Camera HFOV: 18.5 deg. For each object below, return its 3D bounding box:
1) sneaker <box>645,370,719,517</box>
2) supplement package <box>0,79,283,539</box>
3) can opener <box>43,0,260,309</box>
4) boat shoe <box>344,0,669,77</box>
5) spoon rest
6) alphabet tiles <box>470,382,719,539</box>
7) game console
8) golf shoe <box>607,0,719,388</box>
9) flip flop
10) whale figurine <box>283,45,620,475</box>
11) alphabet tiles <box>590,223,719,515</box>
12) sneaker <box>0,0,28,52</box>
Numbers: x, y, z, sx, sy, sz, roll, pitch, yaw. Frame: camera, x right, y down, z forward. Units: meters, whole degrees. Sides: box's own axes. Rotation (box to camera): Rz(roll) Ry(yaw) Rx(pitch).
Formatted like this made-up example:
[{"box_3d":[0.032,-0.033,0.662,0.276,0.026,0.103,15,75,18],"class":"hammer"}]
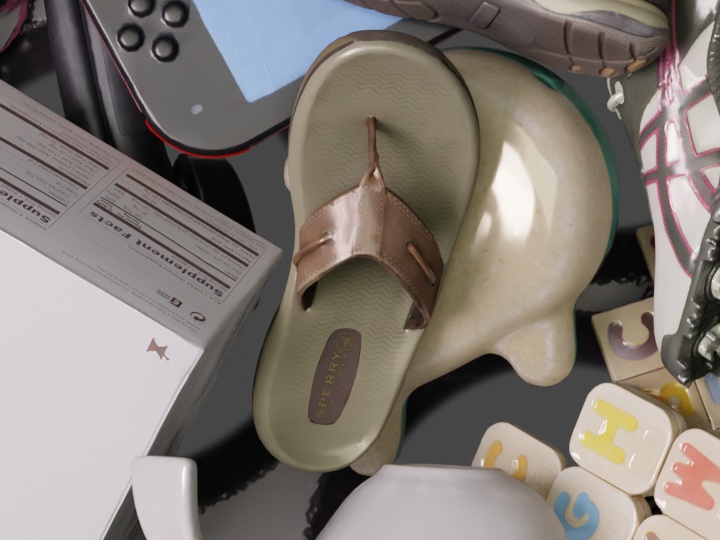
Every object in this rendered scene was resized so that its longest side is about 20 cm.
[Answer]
[{"box_3d":[0.150,0.116,0.979,0.070,0.076,0.201,15,91,3],"class":"sneaker"},{"box_3d":[-0.154,0.049,0.941,0.155,0.111,0.201,30,116,2],"class":"supplement package"},{"box_3d":[-0.110,-0.065,1.008,0.063,0.078,0.201,-23,85,41],"class":"can opener"},{"box_3d":[0.036,-0.142,0.897,0.199,0.074,0.074,20,75,-11],"class":"boat shoe"},{"box_3d":[-0.003,0.109,0.908,0.199,0.099,0.061,7,85,-36],"class":"spoon rest"},{"box_3d":[0.103,0.155,0.949,0.195,0.015,0.201,29,102,40],"class":"alphabet tiles"},{"box_3d":[-0.031,-0.161,0.932,0.199,0.031,0.178,-29,94,-5],"class":"game console"},{"box_3d":[0.149,-0.053,0.945,0.088,0.077,0.201,22,111,38],"class":"golf shoe"},{"box_3d":[0.000,0.000,0.896,0.081,0.058,0.201,11,113,-11],"class":"flip flop"},{"box_3d":[0.035,-0.006,0.986,0.159,0.104,0.201,36,115,12],"class":"whale figurine"},{"box_3d":[0.211,0.037,0.974,0.199,0.006,0.167,-16,69,-5],"class":"alphabet tiles"},{"box_3d":[-0.211,-0.111,0.998,0.086,0.080,0.201,19,85,13],"class":"sneaker"}]
